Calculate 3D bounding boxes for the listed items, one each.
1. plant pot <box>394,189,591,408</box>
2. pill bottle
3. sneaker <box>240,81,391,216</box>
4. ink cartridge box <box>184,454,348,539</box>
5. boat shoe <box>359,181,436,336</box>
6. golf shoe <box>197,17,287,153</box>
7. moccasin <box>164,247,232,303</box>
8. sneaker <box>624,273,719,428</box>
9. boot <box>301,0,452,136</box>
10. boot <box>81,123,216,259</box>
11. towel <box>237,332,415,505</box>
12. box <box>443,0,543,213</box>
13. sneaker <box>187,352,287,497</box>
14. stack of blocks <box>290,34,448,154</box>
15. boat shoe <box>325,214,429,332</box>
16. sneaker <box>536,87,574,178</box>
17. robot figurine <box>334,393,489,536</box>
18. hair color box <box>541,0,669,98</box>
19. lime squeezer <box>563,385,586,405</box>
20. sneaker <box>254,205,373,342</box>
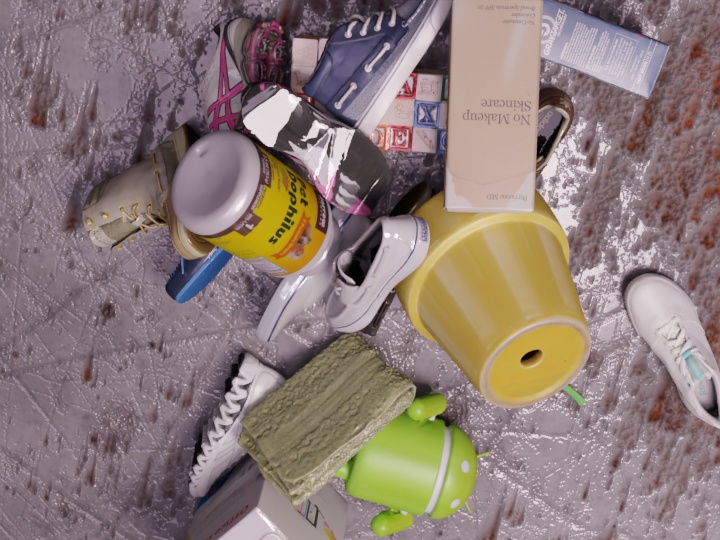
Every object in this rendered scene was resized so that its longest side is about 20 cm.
[{"bbox_3d":[0.151,0.033,1.076,0.197,0.190,0.203,-12,134,-13],"label":"plant pot"},{"bbox_3d":[-0.102,-0.061,1.060,0.107,0.199,0.112,-11,67,27],"label":"pill bottle"},{"bbox_3d":[-0.049,-0.143,1.073,0.080,0.087,0.199,-46,119,5],"label":"sneaker"},{"bbox_3d":[-0.116,0.329,1.208,0.147,0.200,0.145,-40,101,13],"label":"ink cartridge box"},{"bbox_3d":[0.042,-0.011,1.174,0.064,0.074,0.202,29,115,-10],"label":"boat shoe"},{"bbox_3d":[-0.143,-0.181,1.120,0.090,0.072,0.205,10,87,28],"label":"golf shoe"},{"bbox_3d":[-0.169,-0.056,1.173,0.068,0.080,0.201,37,88,6],"label":"moccasin"},{"bbox_3d":[0.382,0.095,1.172,0.075,0.089,0.202,-32,102,13],"label":"sneaker"},{"bbox_3d":[0.022,-0.245,1.039,0.089,0.073,0.202,30,106,-11],"label":"boot"},{"bbox_3d":[-0.237,-0.061,1.114,0.153,0.202,0.072,-28,133,13],"label":"boot"},{"bbox_3d":[-0.042,0.169,1.171,0.199,0.148,0.037,-41,136,-10],"label":"towel"},{"bbox_3d":[0.130,-0.160,0.991,0.093,0.078,0.205,1,92,5],"label":"box"},{"bbox_3d":[-0.156,0.205,1.246,0.080,0.075,0.202,24,107,-13],"label":"sneaker"},{"bbox_3d":[0.020,-0.198,1.122,0.195,0.059,0.118,5,106,2],"label":"stack of blocks"},{"bbox_3d":[0.000,0.000,1.087,0.064,0.075,0.201,9,140,-28],"label":"boat shoe"},{"bbox_3d":[0.169,-0.119,1.129,0.070,0.076,0.202,30,105,-6],"label":"sneaker"},{"bbox_3d":[0.054,0.231,1.214,0.196,0.116,0.179,16,98,-2],"label":"robot figurine"},{"bbox_3d":[0.221,-0.253,1.074,0.196,0.100,0.062,20,106,-3],"label":"hair color box"},{"bbox_3d":[0.219,0.082,1.204,0.069,0.038,0.204,-15,104,7],"label":"lime squeezer"},{"bbox_3d":[-0.052,0.013,1.180,0.070,0.073,0.201,35,105,-4],"label":"sneaker"}]
